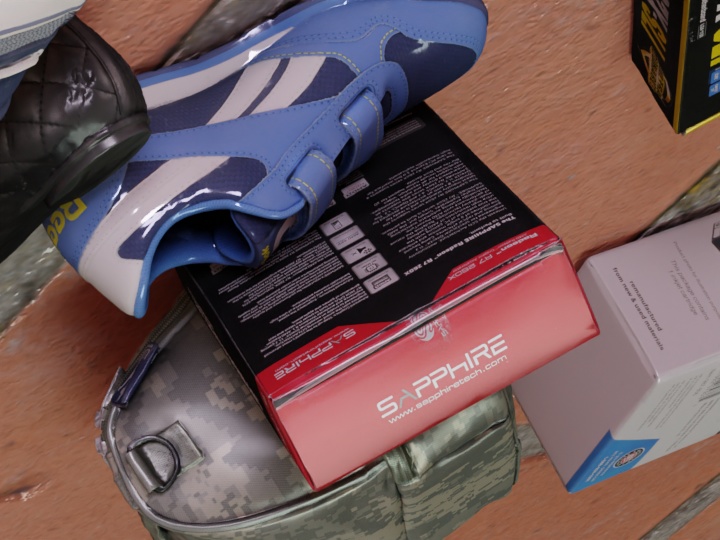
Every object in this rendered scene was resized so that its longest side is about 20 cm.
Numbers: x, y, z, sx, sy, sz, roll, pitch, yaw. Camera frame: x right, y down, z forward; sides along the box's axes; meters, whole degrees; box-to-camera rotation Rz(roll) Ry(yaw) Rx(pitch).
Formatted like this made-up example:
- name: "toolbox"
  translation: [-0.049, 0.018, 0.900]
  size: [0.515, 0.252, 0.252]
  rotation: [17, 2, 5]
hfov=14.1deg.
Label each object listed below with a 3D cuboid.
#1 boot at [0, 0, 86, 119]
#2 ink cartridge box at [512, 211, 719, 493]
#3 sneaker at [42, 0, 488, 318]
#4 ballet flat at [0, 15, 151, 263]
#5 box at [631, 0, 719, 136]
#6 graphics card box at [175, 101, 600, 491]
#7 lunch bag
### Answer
- name: "boot"
  translation: [-0.171, -0.065, 0.886]
  size: [0.199, 0.073, 0.090]
  rotation: [-13, 148, -42]
- name: "ink cartridge box"
  translation: [0.201, 0.031, 1.634]
  size: [0.199, 0.084, 0.145]
  rotation: [-18, 158, -27]
- name: "sneaker"
  translation: [-0.032, -0.047, 1.118]
  size: [0.199, 0.082, 0.074]
  rotation: [-26, 158, -15]
- name: "ballet flat"
  translation: [-0.153, -0.026, 1.066]
  size: [0.200, 0.057, 0.066]
  rotation: [-34, 173, 30]
- name: "box"
  translation: [0.196, -0.148, 1.247]
  size: [0.159, 0.049, 0.200]
  rotation: [-26, 160, -6]
- name: "graphics card box"
  translation: [0.000, 0.000, 1.140]
  size: [0.125, 0.200, 0.051]
  rotation: [-29, 118, -6]
- name: "lunch bag"
  translation: [-0.029, 0.070, 1.306]
  size: [0.167, 0.140, 0.200]
  rotation: [-34, 165, -8]
